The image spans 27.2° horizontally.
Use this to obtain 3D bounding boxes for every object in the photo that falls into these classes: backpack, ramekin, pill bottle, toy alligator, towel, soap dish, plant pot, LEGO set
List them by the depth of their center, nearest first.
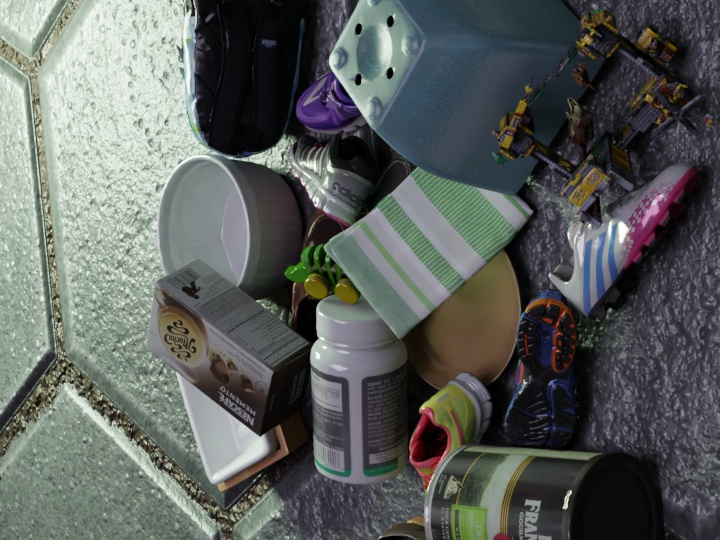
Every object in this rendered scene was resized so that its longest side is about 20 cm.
[{"bbox_3d":[0.223,-0.140,1.424,0.154,0.116,0.200,40,115,-15],"label":"LEGO set"},{"bbox_3d":[0.089,-0.216,1.535,0.196,0.199,0.197,-58,48,32],"label":"plant pot"},{"bbox_3d":[0.075,-0.042,1.627,0.200,0.023,0.153,-40,58,-1],"label":"towel"},{"bbox_3d":[0.113,0.038,1.670,0.199,0.027,0.201,6,98,48],"label":"plant pot"},{"bbox_3d":[0.000,0.000,1.681,0.199,0.059,0.054,8,136,26],"label":"toy alligator"},{"bbox_3d":[-0.001,0.134,1.714,0.113,0.113,0.201,21,119,45],"label":"pill bottle"},{"bbox_3d":[-0.150,-0.240,1.850,0.154,0.162,0.201,175,91,-69],"label":"backpack"},{"bbox_3d":[-0.163,-0.049,1.907,0.200,0.105,0.201,6,98,47],"label":"ramekin"},{"bbox_3d":[-0.154,0.167,1.932,0.157,0.081,0.201,-34,68,43],"label":"soap dish"}]

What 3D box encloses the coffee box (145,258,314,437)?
[{"bbox_3d":[-0.160,0.092,1.805,0.200,0.080,0.113,35,133,23],"label":"coffee box"}]

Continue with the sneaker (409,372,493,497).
[{"bbox_3d":[0.087,0.209,1.651,0.078,0.090,0.201,29,129,39],"label":"sneaker"}]

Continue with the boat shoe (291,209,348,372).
[{"bbox_3d":[-0.046,0.026,1.799,0.070,0.070,0.201,7,107,6],"label":"boat shoe"}]

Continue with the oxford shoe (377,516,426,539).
[{"bbox_3d":[0.101,0.338,1.672,0.199,0.073,0.072,14,103,46],"label":"oxford shoe"}]

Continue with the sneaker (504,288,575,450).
[{"bbox_3d":[0.197,0.108,1.559,0.075,0.079,0.201,11,120,9],"label":"sneaker"}]

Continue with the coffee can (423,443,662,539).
[{"bbox_3d":[0.185,0.255,1.521,0.199,0.146,0.147,-4,91,48],"label":"coffee can"}]

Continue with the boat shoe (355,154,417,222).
[{"bbox_3d":[0.024,-0.043,1.735,0.072,0.060,0.202,36,119,40],"label":"boat shoe"}]

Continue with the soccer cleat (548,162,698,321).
[{"bbox_3d":[0.253,-0.039,1.470,0.086,0.070,0.200,41,125,17],"label":"soccer cleat"}]

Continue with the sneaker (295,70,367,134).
[{"bbox_3d":[-0.015,-0.213,1.748,0.199,0.083,0.081,-14,82,48],"label":"sneaker"}]

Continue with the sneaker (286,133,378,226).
[{"bbox_3d":[-0.026,-0.125,1.759,0.088,0.074,0.200,-51,26,10],"label":"sneaker"}]
